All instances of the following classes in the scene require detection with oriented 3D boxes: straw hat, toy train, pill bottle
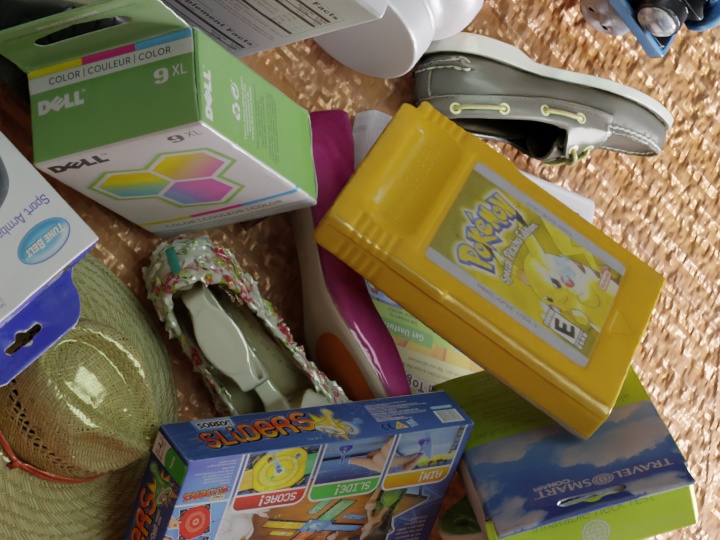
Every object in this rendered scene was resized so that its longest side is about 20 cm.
[{"bbox_3d":[-0.158,0.069,1.424,0.201,0.085,0.202,7,79,-39],"label":"straw hat"},{"bbox_3d":[0.218,-0.231,1.757,0.087,0.114,0.200,47,57,-28],"label":"toy train"},{"bbox_3d":[0.045,-0.217,1.613,0.113,0.113,0.200,48,58,-24],"label":"pill bottle"}]

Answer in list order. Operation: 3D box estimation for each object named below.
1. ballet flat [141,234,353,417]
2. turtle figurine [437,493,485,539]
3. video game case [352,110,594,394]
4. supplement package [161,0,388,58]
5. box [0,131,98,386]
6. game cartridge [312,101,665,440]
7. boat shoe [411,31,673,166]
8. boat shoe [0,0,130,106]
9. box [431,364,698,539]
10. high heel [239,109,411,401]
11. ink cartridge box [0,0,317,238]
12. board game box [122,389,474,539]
[{"bbox_3d":[-0.059,0.067,1.512,0.076,0.064,0.200,-38,107,7],"label":"ballet flat"},{"bbox_3d":[0.122,0.227,1.585,0.144,0.199,0.194,-94,177,-58],"label":"turtle figurine"},{"bbox_3d":[0.063,0.014,1.656,0.200,0.023,0.183,20,71,-37],"label":"video game case"},{"bbox_3d":[-0.078,-0.223,1.454,0.151,0.200,0.152,35,63,-31],"label":"supplement package"},{"bbox_3d":[-0.232,-0.034,1.365,0.200,0.041,0.119,46,55,1],"label":"box"},{"bbox_3d":[0.081,-0.008,1.552,0.200,0.032,0.176,37,33,-4],"label":"game cartridge"},{"bbox_3d":[0.118,-0.100,1.685,0.201,0.072,0.060,15,74,-32],"label":"boat shoe"},{"bbox_3d":[-0.192,-0.145,1.416,0.074,0.076,0.200,51,15,25],"label":"boat shoe"},{"bbox_3d":[0.120,0.111,1.529,0.122,0.200,0.048,-16,115,-2],"label":"box"},{"bbox_3d":[0.000,0.000,1.563,0.096,0.067,0.200,-29,81,-29],"label":"high heel"},{"bbox_3d":[-0.112,-0.080,1.417,0.200,0.104,0.059,34,47,-61],"label":"ink cartridge box"},{"bbox_3d":[-0.041,0.140,1.487,0.200,0.034,0.136,-4,127,-37],"label":"board game box"}]
